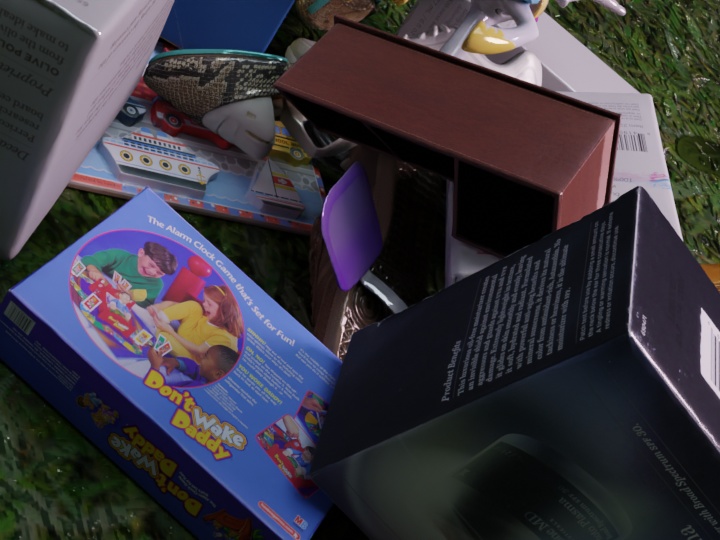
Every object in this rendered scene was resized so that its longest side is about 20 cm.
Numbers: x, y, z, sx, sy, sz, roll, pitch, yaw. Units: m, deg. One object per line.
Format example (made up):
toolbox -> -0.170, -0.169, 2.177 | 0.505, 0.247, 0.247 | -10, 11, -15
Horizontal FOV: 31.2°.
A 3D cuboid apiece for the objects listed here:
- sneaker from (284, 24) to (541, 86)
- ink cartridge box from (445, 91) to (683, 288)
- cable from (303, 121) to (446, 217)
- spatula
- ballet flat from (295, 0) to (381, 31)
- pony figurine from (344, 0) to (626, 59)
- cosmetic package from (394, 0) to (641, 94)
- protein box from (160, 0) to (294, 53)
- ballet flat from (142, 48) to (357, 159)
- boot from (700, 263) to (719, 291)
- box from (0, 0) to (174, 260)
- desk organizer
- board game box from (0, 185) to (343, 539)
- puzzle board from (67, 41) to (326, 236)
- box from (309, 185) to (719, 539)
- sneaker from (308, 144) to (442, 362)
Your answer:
sneaker -> 0.042, -0.150, 0.970 | 0.197, 0.082, 0.075 | 14, 13, -2
ink cartridge box -> 0.127, -0.028, 0.843 | 0.143, 0.088, 0.201 | 2, 39, 1
cable -> 0.043, -0.062, 0.962 | 0.197, 0.050, 0.099 | 5, 62, -29
spatula -> 0.026, 0.032, 0.790 | 0.057, 0.020, 0.202 | -48, 118, -43
ballet flat -> -0.022, -0.222, 1.021 | 0.071, 0.065, 0.200 | 55, 9, -6
pony figurine -> 0.079, -0.225, 0.905 | 0.199, 0.167, 0.194 | -33, 81, -30
cosmetic package -> 0.122, -0.148, 1.047 | 0.199, 0.113, 0.081 | 40, 38, 3
protein box -> -0.111, -0.280, 0.891 | 0.198, 0.199, 0.136 | 29, 30, -12
ballet flat -> -0.046, -0.112, 0.871 | 0.197, 0.068, 0.077 | -7, 78, -29
boot -> 0.207, 0.015, 0.920 | 0.142, 0.072, 0.202 | -14, 37, -11
box -> -0.214, -0.160, 0.709 | 0.198, 0.172, 0.200 | 28, 41, -7
desk organizer -> 0.048, -0.077, 0.777 | 0.198, 0.072, 0.077 | 24, 51, 24
board game box -> -0.088, 0.060, 0.714 | 0.200, 0.045, 0.135 | 42, 37, 1
puzzle board -> -0.113, -0.099, 0.874 | 0.198, 0.017, 0.152 | 11, 46, -33
box -> 0.114, 0.100, 0.684 | 0.200, 0.197, 0.124 | 48, 35, -21
sneaker -> 0.000, 0.000, 0.841 | 0.070, 0.075, 0.202 | 40, 54, -34
